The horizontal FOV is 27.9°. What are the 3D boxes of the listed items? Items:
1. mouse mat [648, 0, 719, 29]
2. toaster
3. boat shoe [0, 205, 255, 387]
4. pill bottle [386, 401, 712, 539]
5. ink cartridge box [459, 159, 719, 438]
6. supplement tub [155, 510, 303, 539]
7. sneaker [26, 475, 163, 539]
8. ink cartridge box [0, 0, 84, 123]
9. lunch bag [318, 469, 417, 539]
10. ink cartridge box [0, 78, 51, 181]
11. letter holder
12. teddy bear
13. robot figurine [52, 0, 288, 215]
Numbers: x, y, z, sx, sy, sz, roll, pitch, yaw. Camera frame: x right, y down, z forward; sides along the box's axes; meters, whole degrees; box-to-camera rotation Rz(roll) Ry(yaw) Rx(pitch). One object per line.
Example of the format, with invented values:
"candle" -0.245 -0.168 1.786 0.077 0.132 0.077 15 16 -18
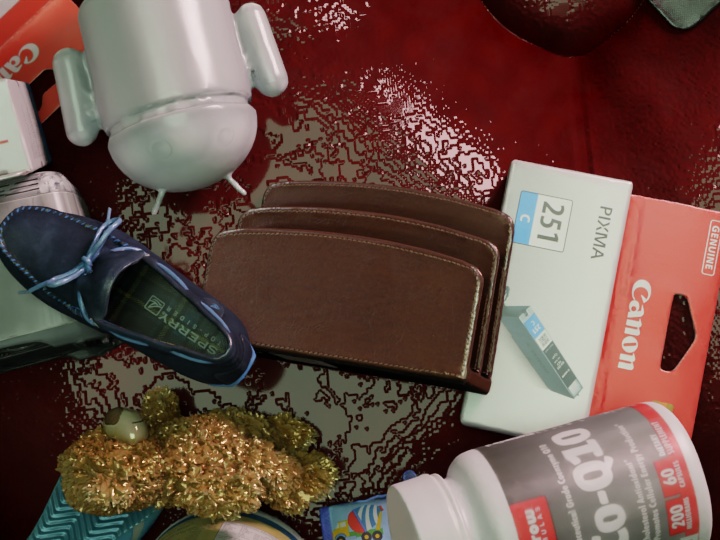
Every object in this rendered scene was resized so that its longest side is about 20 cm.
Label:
"mouse mat" 0.241 -0.307 1.126 0.161 0.008 0.200 -42 84 -2
"toaster" -0.260 0.010 1.060 0.198 0.114 0.130 -15 82 -1
"boat shoe" -0.157 0.006 0.976 0.199 0.069 0.085 23 78 6
"pill bottle" 0.126 0.168 0.988 0.198 0.114 0.115 -14 84 -12
"ink cartridge box" 0.178 0.033 1.077 0.175 0.045 0.202 11 85 4
"supplement tub" -0.102 0.256 0.975 0.143 0.200 0.146 1 100 6
"sneaker" -0.200 0.194 1.062 0.076 0.081 0.200 34 67 6
"ink cartridge box" -0.313 -0.191 1.112 0.162 0.050 0.200 -43 82 -2
"lunch bag" 0.055 0.245 1.051 0.149 0.094 0.202 -9 71 -1
"ink cartridge box" -0.287 -0.090 1.013 0.115 0.200 0.067 -14 98 -6
"letter holder" 0.000 0.000 1.038 0.198 0.101 0.143 8 83 16
"teddy bear" -0.110 0.127 1.018 0.198 0.145 0.067 10 119 -12
"robot figurine" -0.141 -0.145 1.069 0.168 0.113 0.202 -14 84 2
